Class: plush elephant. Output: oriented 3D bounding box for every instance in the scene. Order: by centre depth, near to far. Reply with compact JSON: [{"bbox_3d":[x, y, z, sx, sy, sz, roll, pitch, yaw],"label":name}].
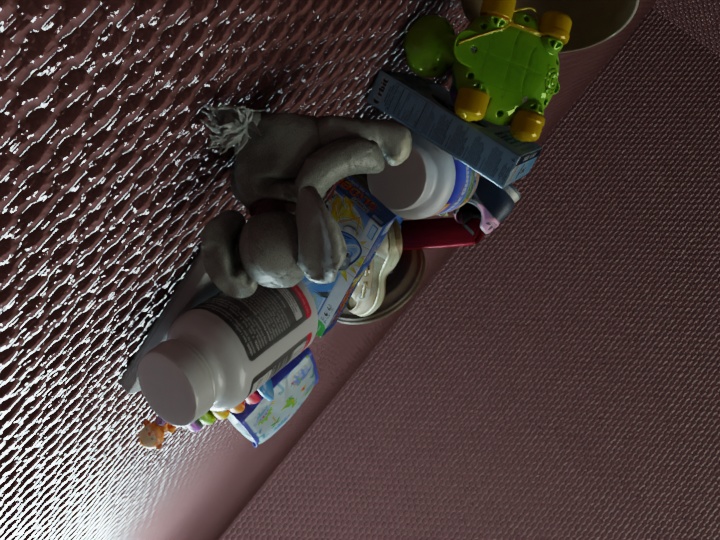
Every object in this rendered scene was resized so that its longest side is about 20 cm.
[{"bbox_3d":[-0.059,-0.055,0.599,0.198,0.161,0.160,-5,95,-55],"label":"plush elephant"}]

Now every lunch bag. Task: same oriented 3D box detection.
[{"bbox_3d":[-0.161,0.210,1.189,0.170,0.127,0.200,-46,178,-19],"label":"lunch bag"}]

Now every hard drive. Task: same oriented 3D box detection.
[{"bbox_3d":[-0.188,0.046,0.783,0.202,0.026,0.132,-55,169,16],"label":"hard drive"}]

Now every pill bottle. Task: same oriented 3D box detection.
[{"bbox_3d":[-0.140,0.080,0.730,0.199,0.110,0.112,-36,163,-53],"label":"pill bottle"},{"bbox_3d":[0.084,-0.128,0.898,0.113,0.112,0.199,-54,166,23],"label":"pill bottle"}]

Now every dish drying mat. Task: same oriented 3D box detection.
[{"bbox_3d":[0.104,-0.059,1.060,0.077,0.196,0.019,-52,130,-41],"label":"dish drying mat"}]

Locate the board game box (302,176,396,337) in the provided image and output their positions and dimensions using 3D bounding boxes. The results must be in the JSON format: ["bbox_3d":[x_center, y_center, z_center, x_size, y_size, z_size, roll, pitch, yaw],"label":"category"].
[{"bbox_3d":[-0.053,-0.031,0.800,0.034,0.135,0.202,-36,162,-46],"label":"board game box"}]

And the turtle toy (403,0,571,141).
[{"bbox_3d":[0.145,-0.242,0.784,0.101,0.195,0.150,-142,-112,-74],"label":"turtle toy"}]

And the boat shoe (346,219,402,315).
[{"bbox_3d":[0.000,0.000,0.892,0.063,0.074,0.201,-6,153,-17],"label":"boat shoe"}]

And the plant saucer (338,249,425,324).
[{"bbox_3d":[0.011,0.000,1.112,0.200,0.198,0.030,-47,136,-20],"label":"plant saucer"}]

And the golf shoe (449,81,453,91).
[{"bbox_3d":[0.165,-0.255,1.026,0.092,0.073,0.205,145,-37,-85],"label":"golf shoe"}]

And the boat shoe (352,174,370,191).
[{"bbox_3d":[-0.034,-0.087,0.911,0.064,0.072,0.203,4,-121,57],"label":"boat shoe"}]

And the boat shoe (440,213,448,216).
[{"bbox_3d":[0.135,-0.133,1.156,0.199,0.073,0.076,-38,164,-50],"label":"boat shoe"}]

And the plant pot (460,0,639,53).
[{"bbox_3d":[0.221,-0.365,0.770,0.201,0.194,0.138,81,20,-76],"label":"plant pot"}]

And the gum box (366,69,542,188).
[{"bbox_3d":[0.124,-0.183,0.850,0.045,0.198,0.169,-60,166,24],"label":"gum box"}]

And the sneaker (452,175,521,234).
[{"bbox_3d":[0.151,-0.120,1.028,0.070,0.199,0.083,37,88,-37],"label":"sneaker"}]

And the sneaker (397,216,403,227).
[{"bbox_3d":[0.033,-0.040,1.042,0.202,0.078,0.066,-53,167,5],"label":"sneaker"}]

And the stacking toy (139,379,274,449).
[{"bbox_3d":[-0.226,0.180,0.939,0.198,0.117,0.110,-35,167,-8],"label":"stacking toy"}]
